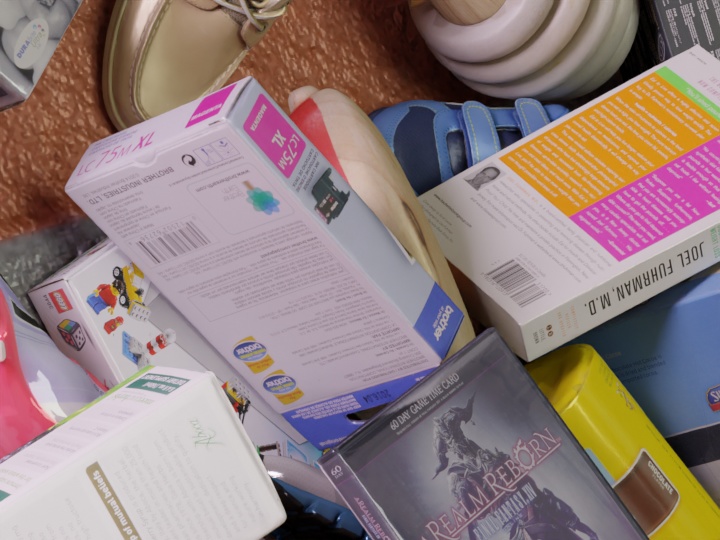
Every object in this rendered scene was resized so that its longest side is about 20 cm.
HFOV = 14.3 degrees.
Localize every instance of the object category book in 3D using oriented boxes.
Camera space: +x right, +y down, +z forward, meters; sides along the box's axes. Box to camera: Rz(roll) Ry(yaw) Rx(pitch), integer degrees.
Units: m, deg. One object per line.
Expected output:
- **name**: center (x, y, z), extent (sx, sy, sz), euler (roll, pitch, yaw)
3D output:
- **book**: center (0.137, -0.036, 1.519), extent (0.200, 0.134, 0.048), euler (-26, 127, -16)

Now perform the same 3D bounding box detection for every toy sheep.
- **toy sheep**: center (0.096, -0.160, 1.627), extent (0.200, 0.138, 0.138), euler (16, 65, -49)

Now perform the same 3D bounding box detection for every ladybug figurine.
- **ladybug figurine**: center (0.000, 0.000, 1.487), extent (0.072, 0.136, 0.200), euler (-23, 81, -9)

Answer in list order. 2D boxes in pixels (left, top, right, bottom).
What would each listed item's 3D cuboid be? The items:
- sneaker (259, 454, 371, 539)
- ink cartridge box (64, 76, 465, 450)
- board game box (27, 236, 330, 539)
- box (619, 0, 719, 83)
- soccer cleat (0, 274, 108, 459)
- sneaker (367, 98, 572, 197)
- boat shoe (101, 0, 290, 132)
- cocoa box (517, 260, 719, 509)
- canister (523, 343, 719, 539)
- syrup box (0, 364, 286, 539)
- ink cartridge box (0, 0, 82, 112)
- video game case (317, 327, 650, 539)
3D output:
- **sneaker**: center (0.032, 0.120, 1.430), extent (0.200, 0.075, 0.087), euler (24, 70, -24)
- **ink cartridge box**: center (-0.036, 0.002, 1.388), extent (0.200, 0.119, 0.042), euler (49, 46, -22)
- **board game box**: center (-0.072, 0.066, 1.443), extent (0.126, 0.035, 0.200), euler (-37, 104, -45)
- **box**: center (0.172, -0.178, 1.694), extent (0.043, 0.160, 0.201), euler (-17, 87, -5)
- **soccer cleat**: center (-0.164, 0.048, 1.347), extent (0.200, 0.067, 0.076), euler (54, 16, -12)
- **sneaker**: center (0.080, -0.063, 1.608), extent (0.200, 0.082, 0.074), euler (0, 78, -44)
- **boat shoe**: center (-0.065, -0.154, 1.463), extent (0.072, 0.065, 0.200), euler (35, 78, -32)
- **cocoa box**: center (0.182, 0.049, 1.587), extent (0.131, 0.200, 0.133), euler (57, 44, -15)
- **canister**: center (0.123, 0.150, 1.534), extent (0.200, 0.148, 0.087), euler (51, 32, -18)
- **syrup box**: center (-0.142, 0.127, 1.265), extent (0.200, 0.079, 0.082), euler (-32, 103, -21)
- **ink cartridge box**: center (-0.201, -0.213, 1.402), extent (0.200, 0.043, 0.198), euler (44, 51, -26)
- **video game case**: center (0.080, 0.137, 1.326), extent (0.200, 0.019, 0.143), euler (55, 41, 1)
